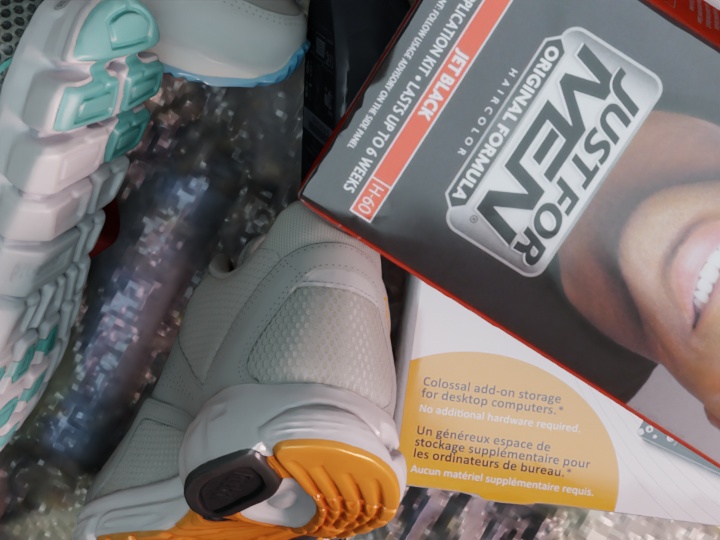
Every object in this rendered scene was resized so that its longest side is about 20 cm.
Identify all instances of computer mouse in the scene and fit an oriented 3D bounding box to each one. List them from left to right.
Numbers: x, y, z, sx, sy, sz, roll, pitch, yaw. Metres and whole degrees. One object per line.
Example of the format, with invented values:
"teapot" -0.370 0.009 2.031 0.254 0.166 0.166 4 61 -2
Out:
"computer mouse" 0.000 0.000 0.780 0.034 0.059 0.200 0 106 -13

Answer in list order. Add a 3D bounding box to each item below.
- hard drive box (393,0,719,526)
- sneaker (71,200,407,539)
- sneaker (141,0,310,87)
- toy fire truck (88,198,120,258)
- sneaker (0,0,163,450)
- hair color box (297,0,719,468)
"hard drive box" 0.094 -0.029 0.756 0.156 0.077 0.200 7 104 1
"sneaker" -0.032 0.041 0.747 0.076 0.200 0.092 14 69 -18
"sneaker" -0.092 -0.130 0.740 0.200 0.077 0.081 37 102 -8
"toy fire truck" -0.184 -0.058 0.776 0.141 0.049 0.200 -31 103 11
"sneaker" -0.129 -0.011 0.732 0.091 0.078 0.200 30 116 12
"hair color box" 0.094 -0.013 0.684 0.200 0.061 0.102 31 106 -2
